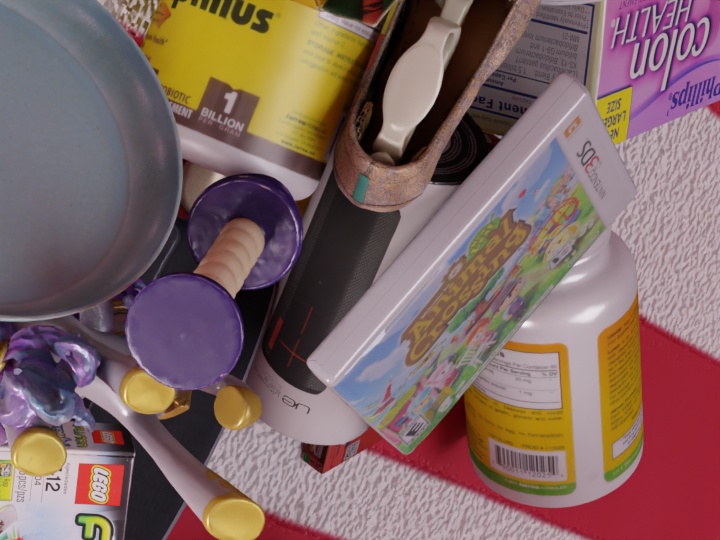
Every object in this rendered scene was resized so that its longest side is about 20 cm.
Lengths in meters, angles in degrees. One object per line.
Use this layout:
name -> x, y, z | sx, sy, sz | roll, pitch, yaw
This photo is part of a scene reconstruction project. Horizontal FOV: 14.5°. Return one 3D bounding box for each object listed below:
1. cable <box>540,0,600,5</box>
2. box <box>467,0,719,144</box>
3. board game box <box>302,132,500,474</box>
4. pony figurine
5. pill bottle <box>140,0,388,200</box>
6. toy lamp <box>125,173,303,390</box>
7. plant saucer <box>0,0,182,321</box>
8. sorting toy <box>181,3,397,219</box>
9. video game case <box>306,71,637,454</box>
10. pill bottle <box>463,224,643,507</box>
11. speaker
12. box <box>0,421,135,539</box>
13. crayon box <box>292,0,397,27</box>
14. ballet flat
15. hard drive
cable -> 0.101, -0.234, 1.465 | 0.200, 0.200, 0.069 | -60, 175, 19
box -> 0.141, -0.186, 1.612 | 0.176, 0.096, 0.201 | -23, 124, -55
board game box -> 0.024, 0.019, 1.637 | 0.103, 0.019, 0.201 | -28, 142, -43
pony figurine -> -0.140, 0.040, 1.313 | 0.192, 0.200, 0.167 | 21, 101, -26
pill bottle -> -0.038, -0.144, 1.411 | 0.109, 0.109, 0.201 | 19, 93, -56
toy lamp -> -0.062, -0.003, 1.278 | 0.200, 0.058, 0.058 | -62, 165, -73
plant saucer -> -0.173, -0.061, 1.240 | 0.200, 0.200, 0.027 | -29, 168, -41
sorting toy -> -0.002, -0.093, 1.555 | 0.200, 0.036, 0.186 | 22, 92, -56
video game case -> 0.065, 0.002, 1.507 | 0.200, 0.022, 0.182 | -48, 159, -2
pill bottle -> 0.114, 0.035, 1.721 | 0.111, 0.111, 0.201 | -37, 136, -35
speaker -> 0.000, 0.000, 1.520 | 0.081, 0.081, 0.200 | -26, 150, -44
box -> -0.178, 0.171, 1.421 | 0.110, 0.035, 0.201 | 3, 112, -12
crayon box -> -0.037, -0.196, 1.301 | 0.127, 0.200, 0.051 | -51, 143, -22
ballet flat -> 0.046, -0.122, 1.393 | 0.067, 0.068, 0.201 | 83, 29, -77
hard drive -> -0.120, 0.070, 1.485 | 0.135, 0.042, 0.201 | 29, 85, -56
